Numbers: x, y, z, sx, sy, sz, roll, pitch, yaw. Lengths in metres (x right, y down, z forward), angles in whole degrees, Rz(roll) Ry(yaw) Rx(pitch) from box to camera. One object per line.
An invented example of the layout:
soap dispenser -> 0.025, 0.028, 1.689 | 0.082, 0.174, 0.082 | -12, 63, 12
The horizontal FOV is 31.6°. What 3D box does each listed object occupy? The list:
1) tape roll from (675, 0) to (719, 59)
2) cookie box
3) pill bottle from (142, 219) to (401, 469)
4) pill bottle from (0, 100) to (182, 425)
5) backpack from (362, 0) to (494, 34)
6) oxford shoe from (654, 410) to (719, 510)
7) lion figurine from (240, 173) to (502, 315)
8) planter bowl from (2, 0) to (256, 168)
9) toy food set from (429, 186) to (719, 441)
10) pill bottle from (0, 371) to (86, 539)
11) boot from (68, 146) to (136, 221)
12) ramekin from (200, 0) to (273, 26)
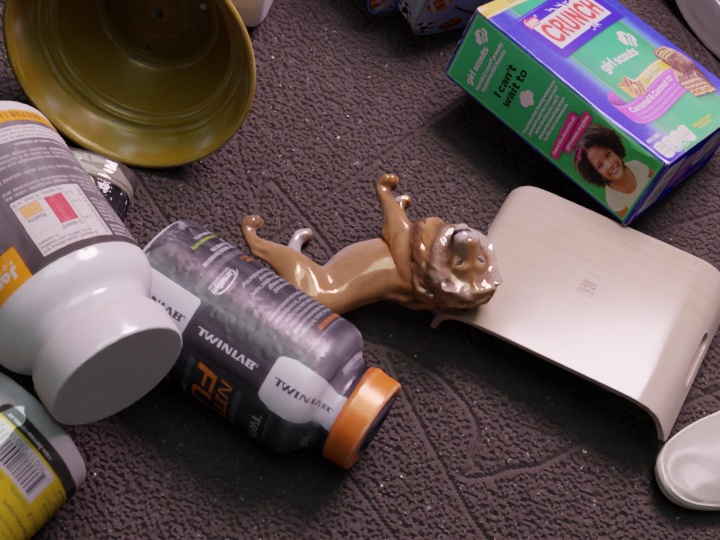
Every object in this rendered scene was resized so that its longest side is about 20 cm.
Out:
tape roll -> 0.390, -0.290, 1.130 | 0.139, 0.203, 0.203 | -29, 68, -23
cookie box -> 0.198, -0.152, 1.061 | 0.200, 0.075, 0.171 | 41, 42, 15
pill bottle -> -0.071, 0.057, 0.899 | 0.200, 0.106, 0.106 | 32, 59, 11
pill bottle -> -0.207, -0.005, 0.827 | 0.116, 0.117, 0.200 | -28, 65, -23
backpack -> 0.091, -0.308, 1.107 | 0.190, 0.200, 0.154 | -26, 77, -33
oxford shoe -> 0.313, 0.127, 0.951 | 0.199, 0.058, 0.075 | -11, 64, -14
lion figurine -> 0.000, 0.000, 0.962 | 0.199, 0.073, 0.123 | -21, 60, 5
planter bowl -> -0.169, -0.185, 0.994 | 0.200, 0.201, 0.084 | 16, 39, 1
toy food set -> 0.172, 0.031, 0.992 | 0.199, 0.061, 0.144 | 25, 58, 16
pill bottle -> -0.279, 0.163, 0.799 | 0.111, 0.111, 0.200 | 37, 60, 13
boot -> -0.277, -0.022, 0.935 | 0.203, 0.074, 0.154 | 8, 61, -3
ramekin -> -0.098, -0.303, 1.065 | 0.097, 0.201, 0.201 | 22, 58, -4
